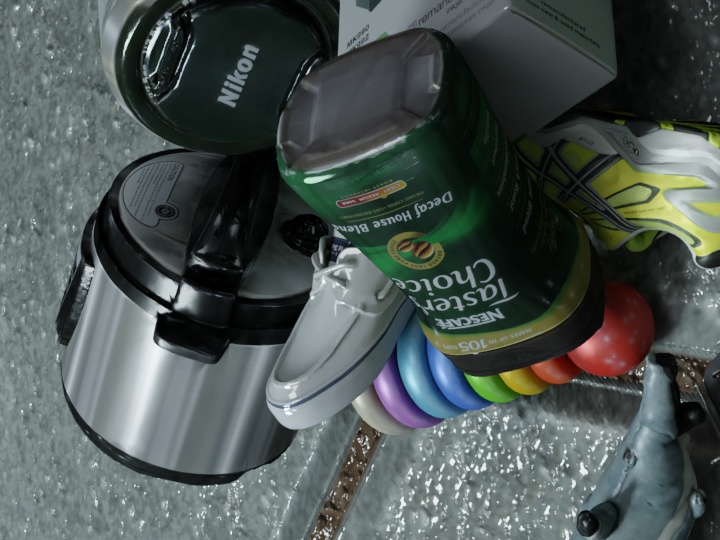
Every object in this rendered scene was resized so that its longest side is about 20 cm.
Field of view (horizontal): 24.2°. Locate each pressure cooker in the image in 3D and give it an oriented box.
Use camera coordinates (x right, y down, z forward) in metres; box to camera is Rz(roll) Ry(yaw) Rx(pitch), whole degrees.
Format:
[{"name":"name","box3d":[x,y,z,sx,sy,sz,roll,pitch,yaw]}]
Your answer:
[{"name":"pressure cooker","box3d":[-0.097,0.014,1.099,0.176,0.177,0.201,50,134,34]}]

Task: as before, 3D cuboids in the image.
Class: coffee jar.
[{"name":"coffee jar","box3d":[0.048,-0.027,0.878,0.103,0.200,0.086,-18,46,26]}]

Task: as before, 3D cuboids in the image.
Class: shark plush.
[{"name":"shark plush","box3d":[0.148,0.133,0.901,0.091,0.083,0.201,51,143,26]}]

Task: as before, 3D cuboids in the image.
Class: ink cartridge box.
[{"name":"ink cartridge box","box3d":[0.060,-0.168,0.937,0.146,0.084,0.202,-34,43,41]}]

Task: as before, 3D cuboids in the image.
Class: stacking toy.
[{"name":"stacking toy","box3d":[0.086,0.044,0.998,0.199,0.085,0.086,-14,84,39]}]

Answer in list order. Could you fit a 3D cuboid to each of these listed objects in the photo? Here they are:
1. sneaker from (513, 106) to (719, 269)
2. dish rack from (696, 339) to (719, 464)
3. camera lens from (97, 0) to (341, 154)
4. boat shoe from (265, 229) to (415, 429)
[{"name":"sneaker","box3d":[0.131,-0.051,0.936,0.199,0.075,0.077,16,105,46]},{"name":"dish rack","box3d":[0.246,0.105,0.845,0.153,0.054,0.202,-38,66,40]},{"name":"camera lens","box3d":[-0.087,-0.186,1.052,0.160,0.159,0.201,-52,35,35]},{"name":"boat shoe","box3d":[0.000,0.000,1.004,0.073,0.065,0.201,12,60,47]}]
